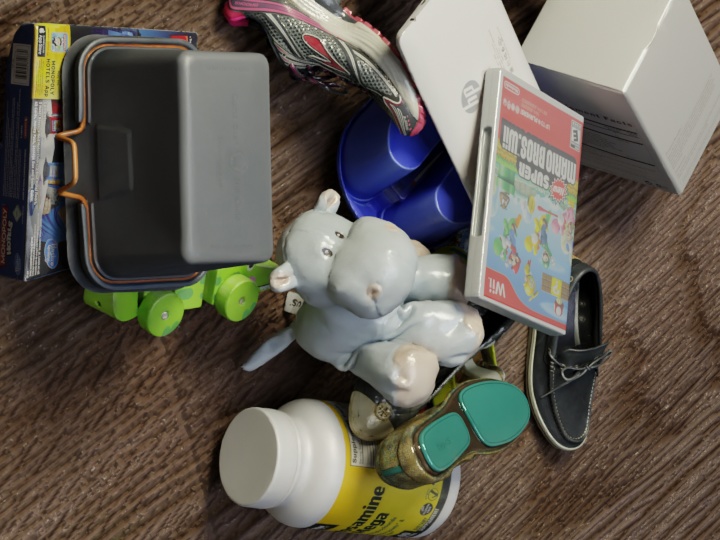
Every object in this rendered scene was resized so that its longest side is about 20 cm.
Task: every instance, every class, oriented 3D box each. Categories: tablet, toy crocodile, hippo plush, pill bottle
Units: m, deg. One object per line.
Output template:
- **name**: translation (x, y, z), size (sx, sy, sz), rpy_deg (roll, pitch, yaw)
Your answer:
- **tablet**: translation (0.099, -0.161, 1.724), size (0.130, 0.014, 0.200), rpy_deg (-54, 134, -29)
- **toy crocodile**: translation (-0.145, 0.007, 1.677), size (0.200, 0.068, 0.062), rpy_deg (-11, 122, -43)
- **hippo plush**: translation (0.000, 0.000, 1.697), size (0.159, 0.200, 0.161), rpy_deg (-57, 146, -30)
- **pill bottle**: translation (-0.019, 0.172, 1.789), size (0.200, 0.112, 0.112), rpy_deg (11, 91, -38)

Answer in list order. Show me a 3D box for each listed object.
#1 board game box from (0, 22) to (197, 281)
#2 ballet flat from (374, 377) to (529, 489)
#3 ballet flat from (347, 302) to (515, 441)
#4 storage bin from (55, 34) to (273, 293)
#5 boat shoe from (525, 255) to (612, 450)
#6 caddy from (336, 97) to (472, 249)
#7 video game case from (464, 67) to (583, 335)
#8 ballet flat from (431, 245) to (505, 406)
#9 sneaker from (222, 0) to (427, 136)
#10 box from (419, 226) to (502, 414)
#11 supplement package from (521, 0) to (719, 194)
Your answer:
- **board game box**: translation (-0.192, -0.095, 1.641), size (0.200, 0.062, 0.200), rpy_deg (-1, 98, -39)
- **ballet flat**: translation (0.075, 0.141, 1.760), size (0.200, 0.071, 0.071), rpy_deg (-23, 113, -57)
- **ballet flat**: translation (0.063, 0.069, 1.754), size (0.200, 0.057, 0.066), rpy_deg (-45, 107, -16)
- **storage bin**: translation (-0.144, -0.084, 1.543), size (0.146, 0.134, 0.200), rpy_deg (-2, 91, -38)
- **boat shoe**: translation (0.204, 0.081, 1.981), size (0.075, 0.062, 0.200), rpy_deg (-12, 106, -38)
- **caddy**: translation (0.067, -0.109, 1.816), size (0.141, 0.105, 0.200), rpy_deg (49, 58, -13)
- **video game case**: translation (0.142, -0.057, 1.746), size (0.143, 0.017, 0.200), rpy_deg (23, 69, -51)
- **ballet flat**: translation (0.098, 0.076, 1.842), size (0.067, 0.067, 0.200), rpy_deg (-20, 110, -36)
- **sneaker**: translation (-0.025, -0.180, 1.714), size (0.200, 0.081, 0.075), rpy_deg (42, 85, 6)
- **box**: translation (0.079, 0.021, 1.886), size (0.200, 0.040, 0.137), rpy_deg (-46, 121, -23)
- **supplement package**: translation (0.246, -0.180, 1.896), size (0.121, 0.120, 0.200), rpy_deg (-61, 148, -13)
